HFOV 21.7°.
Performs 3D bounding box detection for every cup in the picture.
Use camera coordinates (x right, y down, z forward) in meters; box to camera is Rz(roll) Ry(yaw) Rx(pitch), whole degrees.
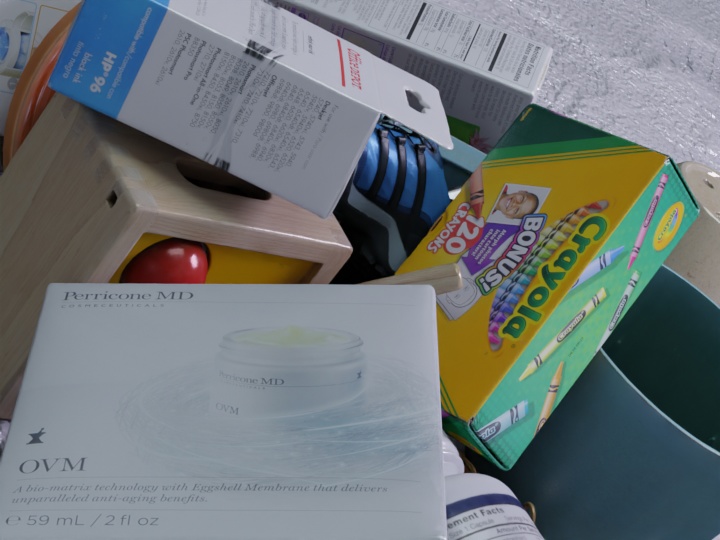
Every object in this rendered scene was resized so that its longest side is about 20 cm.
[{"bbox_3d":[0.254,-0.003,1.524,0.199,0.144,0.201,29,28,-18],"label":"cup"}]

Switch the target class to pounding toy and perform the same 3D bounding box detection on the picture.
[{"bbox_3d":[-0.089,0.005,1.028,0.199,0.184,0.143,10,38,-44],"label":"pounding toy"}]

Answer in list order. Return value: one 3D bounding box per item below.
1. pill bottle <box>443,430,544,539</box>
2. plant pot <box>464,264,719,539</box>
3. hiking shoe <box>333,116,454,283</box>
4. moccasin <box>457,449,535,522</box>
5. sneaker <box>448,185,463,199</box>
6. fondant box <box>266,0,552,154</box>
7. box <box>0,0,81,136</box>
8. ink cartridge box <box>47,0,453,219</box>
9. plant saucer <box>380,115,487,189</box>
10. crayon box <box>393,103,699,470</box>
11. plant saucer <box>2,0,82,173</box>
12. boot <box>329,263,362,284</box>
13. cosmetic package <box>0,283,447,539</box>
[{"bbox_3d":[0.052,0.180,1.011,0.119,0.120,0.201,7,40,-47],"label":"pill bottle"},{"bbox_3d":[0.162,0.108,1.216,0.199,0.161,0.201,29,28,-17],"label":"plant pot"},{"bbox_3d":[0.002,-0.068,1.139,0.074,0.087,0.201,24,-24,45],"label":"hiking shoe"},{"bbox_3d":[0.067,0.157,1.129,0.201,0.074,0.077,40,33,23],"label":"moccasin"},{"bbox_3d":[0.099,0.001,1.312,0.199,0.074,0.086,19,59,-44],"label":"sneaker"},{"bbox_3d":[0.022,-0.126,1.350,0.198,0.145,0.058,22,48,5],"label":"fondant box"},{"bbox_3d":[-0.235,-0.138,1.109,0.112,0.102,0.199,17,6,44],"label":"box"},{"bbox_3d":[-0.056,-0.097,0.987,0.198,0.068,0.116,25,19,-11],"label":"ink cartridge box"},{"bbox_3d":[0.033,-0.069,1.252,0.199,0.069,0.019,19,51,-59],"label":"plant saucer"},{"bbox_3d":[0.094,0.006,1.118,0.118,0.201,0.058,26,-17,44],"label":"crayon box"},{"bbox_3d":[-0.120,-0.080,1.120,0.199,0.202,0.032,15,11,-39],"label":"plant saucer"},{"bbox_3d":[0.000,0.000,1.285,0.199,0.078,0.139,29,15,-38],"label":"boot"},{"bbox_3d":[-0.060,0.106,0.885,0.197,0.124,0.201,0,31,0],"label":"cosmetic package"}]
